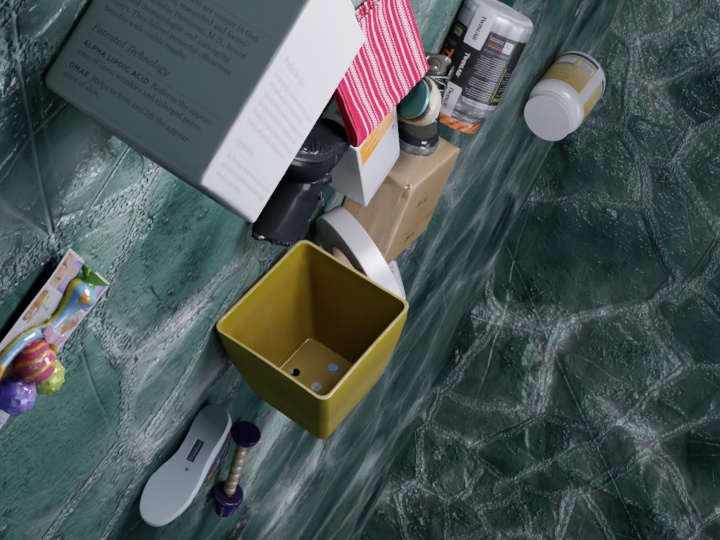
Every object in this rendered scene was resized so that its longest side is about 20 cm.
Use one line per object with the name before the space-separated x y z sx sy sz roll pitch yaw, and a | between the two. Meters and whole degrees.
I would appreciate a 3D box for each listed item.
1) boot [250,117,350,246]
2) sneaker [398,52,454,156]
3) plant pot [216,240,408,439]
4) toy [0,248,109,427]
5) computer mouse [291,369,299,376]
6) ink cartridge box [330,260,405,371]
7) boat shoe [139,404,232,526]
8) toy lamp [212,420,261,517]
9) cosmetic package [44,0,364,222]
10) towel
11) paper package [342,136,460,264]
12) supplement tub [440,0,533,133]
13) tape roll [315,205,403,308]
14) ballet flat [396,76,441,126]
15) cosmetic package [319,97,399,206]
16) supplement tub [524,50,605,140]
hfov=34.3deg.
boot | -0.092 -0.107 1.474 0.164 0.073 0.198 -58 166 21
sneaker | 0.093 -0.256 1.759 0.201 0.075 0.116 -76 178 -54
plant pot | -0.064 0.118 1.671 0.200 0.198 0.178 -46 153 -30
toy | -0.306 0.086 1.117 0.202 0.047 0.115 -58 165 -11
computer mouse | -0.103 0.122 1.942 0.201 0.058 0.034 105 4 -52
ink cartridge box | -0.014 0.079 1.964 0.142 0.085 0.201 -6 144 -14
boat shoe | -0.250 0.301 1.730 0.201 0.070 0.091 -56 163 -25
toy lamp | -0.214 0.345 1.995 0.058 0.058 0.202 -42 158 -51
cosmetic package | -0.122 -0.179 0.983 0.202 0.164 0.165 -58 167 -3
towel | 0.022 -0.269 1.493 0.200 0.022 0.146 -50 133 -38
paper package | 0.055 -0.121 1.904 0.200 0.103 0.192 -44 161 -52
supplement tub | 0.188 -0.335 1.900 0.202 0.121 0.122 -65 165 21
tape roll | 0.000 0.000 1.750 0.037 0.204 0.204 -31 159 -13
ballet flat | 0.080 -0.235 1.635 0.069 0.061 0.200 -70 -157 5
cosmetic package | -0.001 -0.181 1.636 0.102 0.071 0.200 -57 167 -13
supplement tub | 0.487 -0.416 2.793 0.200 0.143 0.146 -49 163 -37
